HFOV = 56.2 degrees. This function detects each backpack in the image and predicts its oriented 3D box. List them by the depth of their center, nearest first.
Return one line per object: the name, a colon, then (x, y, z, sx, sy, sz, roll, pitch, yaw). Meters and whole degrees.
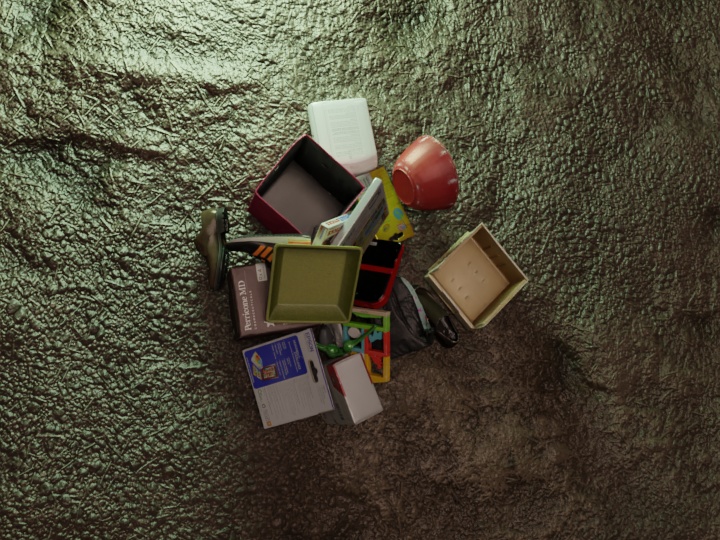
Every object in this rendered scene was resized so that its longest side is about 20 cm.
backpack: (0.087, 0.114, 1.708, 0.164, 0.127, 0.203, -19, 85, 2)

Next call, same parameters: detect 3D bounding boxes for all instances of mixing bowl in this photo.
mixing bowl: (0.151, -0.235, 1.741, 0.107, 0.200, 0.203, -24, 89, -23)

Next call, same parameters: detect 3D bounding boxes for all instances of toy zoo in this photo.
toy zoo: (0.014, 0.194, 1.655, 0.020, 0.129, 0.204, -13, 105, -55)

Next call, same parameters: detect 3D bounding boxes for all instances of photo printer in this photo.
photo printer: (-0.044, -0.343, 1.767, 0.163, 0.069, 0.204, -9, 80, -14)

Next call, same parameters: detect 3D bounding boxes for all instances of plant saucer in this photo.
plant saucer: (-0.107, 0.022, 1.501, 0.196, 0.048, 0.203, 2, 121, -16)

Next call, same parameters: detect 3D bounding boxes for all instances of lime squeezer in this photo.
lime squeezer: (-0.049, 0.176, 1.648, 0.196, 0.038, 0.072, -11, 107, 10)

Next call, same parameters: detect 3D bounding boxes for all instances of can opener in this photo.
can opener: (-0.082, 0.109, 1.673, 0.066, 0.052, 0.203, -36, 120, -52)

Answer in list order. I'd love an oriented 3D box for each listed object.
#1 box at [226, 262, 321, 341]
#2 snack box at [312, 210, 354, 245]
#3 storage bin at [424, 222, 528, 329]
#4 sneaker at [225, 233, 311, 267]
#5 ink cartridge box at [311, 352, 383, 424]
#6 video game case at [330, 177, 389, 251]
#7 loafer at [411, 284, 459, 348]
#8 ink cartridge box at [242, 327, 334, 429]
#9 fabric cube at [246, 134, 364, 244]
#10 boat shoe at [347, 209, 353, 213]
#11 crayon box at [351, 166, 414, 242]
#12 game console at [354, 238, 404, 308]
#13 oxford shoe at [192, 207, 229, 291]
box: (-0.210, 0.070, 1.617, 0.197, 0.164, 0.169, -8, 84, -16)
snack box: (-0.048, -0.093, 1.572, 0.024, 0.199, 0.073, 32, 117, 16)
storage bin: (0.307, 0.019, 1.809, 0.198, 0.094, 0.201, -42, 95, -17)
sneaker: (-0.208, -0.035, 1.518, 0.196, 0.070, 0.092, -2, 95, 3)
ink cartridge box: (-0.043, 0.285, 1.615, 0.082, 0.200, 0.149, -21, 88, -25)
video game case: (0.001, -0.100, 1.619, 0.023, 0.182, 0.202, 29, 77, 17)
loafer: (0.200, 0.116, 1.776, 0.073, 0.071, 0.200, -43, 95, -17)
ink cartridge box: (-0.168, 0.258, 1.614, 0.197, 0.047, 0.201, -18, 85, 17)
fabric cube: (-0.140, -0.175, 1.655, 0.199, 0.199, 0.197, 41, 75, -7)
boat shoe: (-0.055, -0.059, 1.692, 0.064, 0.072, 0.201, 32, 76, 21)
crayon box: (0.047, -0.157, 1.767, 0.126, 0.051, 0.203, -24, 89, -34)
game console: (0.000, 0.000, 1.693, 0.197, 0.031, 0.179, 9, 67, 29)
oxford shoe: (-0.366, -0.050, 1.649, 0.083, 0.073, 0.204, -2, 81, 1)
